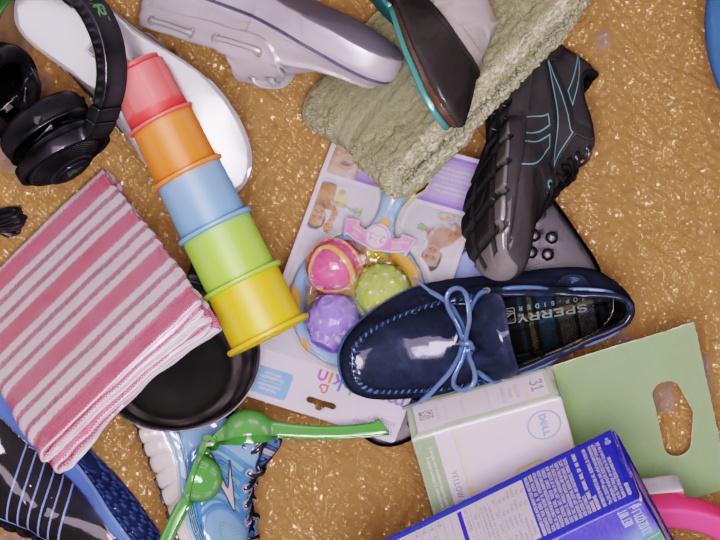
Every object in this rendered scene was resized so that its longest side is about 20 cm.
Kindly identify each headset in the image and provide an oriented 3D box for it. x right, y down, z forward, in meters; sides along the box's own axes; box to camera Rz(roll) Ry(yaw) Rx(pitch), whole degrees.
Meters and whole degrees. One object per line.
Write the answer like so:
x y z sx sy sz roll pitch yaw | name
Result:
-0.216 -0.103 1.536 0.123 0.094 0.201 38 113 21 | headset

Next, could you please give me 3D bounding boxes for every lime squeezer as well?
-0.082 0.137 1.522 0.200 0.038 0.071 -36 93 -6 | lime squeezer

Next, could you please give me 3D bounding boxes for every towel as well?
-0.182 0.031 1.535 0.146 0.200 0.030 -43 130 2 | towel
0.058 -0.145 1.543 0.200 0.148 0.036 -47 129 1 | towel

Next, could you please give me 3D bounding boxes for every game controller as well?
0.064 0.030 1.577 0.200 0.042 0.105 -35 77 2 | game controller

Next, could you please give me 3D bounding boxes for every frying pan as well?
-0.128 0.026 1.561 0.114 0.031 0.191 -6 60 -6 | frying pan

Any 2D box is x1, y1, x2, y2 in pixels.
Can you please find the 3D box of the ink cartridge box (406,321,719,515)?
0.143 0.129 1.546 0.199 0.048 0.146 -15 121 3 | ink cartridge box

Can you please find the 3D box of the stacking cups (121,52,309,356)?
-0.102 -0.046 1.521 0.060 0.061 0.201 -26 85 1 | stacking cups

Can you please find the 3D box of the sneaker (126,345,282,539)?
-0.090 0.142 1.569 0.089 0.078 0.201 -21 90 -2 | sneaker

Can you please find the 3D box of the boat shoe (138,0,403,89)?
-0.062 -0.154 1.559 0.199 0.073 0.066 27 107 27 | boat shoe

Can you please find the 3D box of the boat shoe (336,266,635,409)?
0.082 0.033 1.506 0.199 0.069 0.085 -20 102 -15 | boat shoe

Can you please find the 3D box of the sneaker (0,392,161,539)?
-0.212 0.156 1.580 0.078 0.070 0.200 -42 85 9 | sneaker

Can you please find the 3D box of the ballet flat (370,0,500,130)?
0.045 -0.169 1.497 0.068 0.200 0.068 -33 132 6 | ballet flat

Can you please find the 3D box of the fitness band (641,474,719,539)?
0.166 0.210 1.548 0.199 0.037 0.144 -8 120 -4 | fitness band

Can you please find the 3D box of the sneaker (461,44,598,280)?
0.117 -0.077 1.533 0.079 0.075 0.201 19 56 -15 | sneaker

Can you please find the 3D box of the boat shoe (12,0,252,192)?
-0.148 -0.127 1.575 0.200 0.064 0.071 45 92 0 | boat shoe

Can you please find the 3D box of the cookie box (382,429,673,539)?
0.111 0.221 1.481 0.199 0.075 0.172 -27 123 7 | cookie box

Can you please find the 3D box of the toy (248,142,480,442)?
0.000 0.000 1.549 0.115 0.047 0.201 16 76 19 | toy

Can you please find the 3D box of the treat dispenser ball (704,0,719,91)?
0.321 -0.160 1.494 0.199 0.201 0.202 0 90 1 | treat dispenser ball
